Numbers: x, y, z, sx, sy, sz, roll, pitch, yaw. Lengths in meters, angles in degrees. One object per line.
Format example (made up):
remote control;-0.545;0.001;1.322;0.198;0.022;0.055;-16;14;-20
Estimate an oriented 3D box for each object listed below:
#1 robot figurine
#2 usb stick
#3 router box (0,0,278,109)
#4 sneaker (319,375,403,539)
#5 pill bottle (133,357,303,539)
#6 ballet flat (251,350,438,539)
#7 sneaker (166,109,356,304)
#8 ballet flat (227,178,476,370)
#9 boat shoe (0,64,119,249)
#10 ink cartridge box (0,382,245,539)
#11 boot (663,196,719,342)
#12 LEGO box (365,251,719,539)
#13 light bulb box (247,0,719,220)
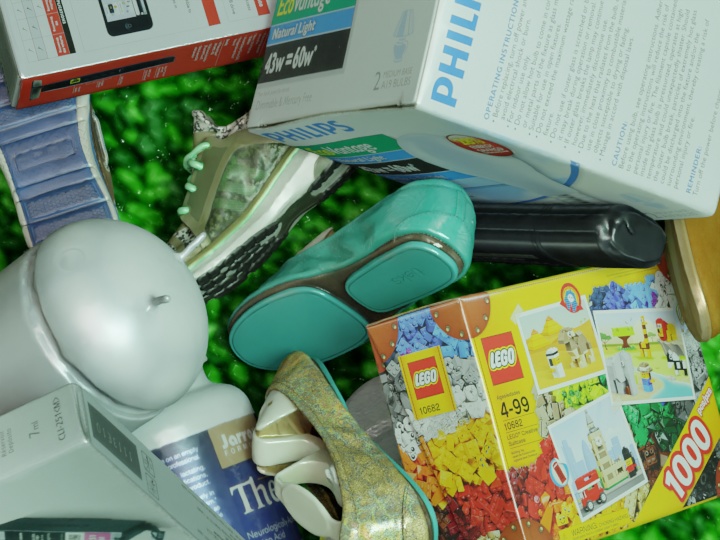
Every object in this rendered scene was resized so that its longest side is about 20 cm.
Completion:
robot figurine;-0.163;0.046;1.417;0.200;0.170;0.113;-34;119;29
usb stick;0.090;-0.021;1.489;0.055;0.200;0.033;17;81;-39
router box;-0.141;-0.209;1.525;0.179;0.049;0.200;-13;75;-16
sneaker;0.017;0.164;1.539;0.076;0.105;0.200;-1;57;15
pill bottle;-0.101;0.133;1.514;0.111;0.111;0.200;-21;87;-1
ballet flat;-0.024;0.105;1.460;0.071;0.200;0.071;-12;121;-20
sneaker;-0.079;-0.052;1.552;0.200;0.077;0.089;-43;78;-9
ballet flat;0.000;0.000;1.516;0.067;0.200;0.070;39;50;-21
boat shoe;-0.188;-0.077;1.544;0.072;0.072;0.200;-12;79;-3
ink cartridge box;-0.173;0.152;1.380;0.173;0.200;0.044;-25;51;12
boot;0.245;-0.046;1.503;0.144;0.071;0.201;-5;47;2
LEGO box;0.111;0.079;1.477;0.077;0.200;0.149;-18;86;43
light bulb box;0.076;-0.112;1.448;0.200;0.198;0.125;17;81;-27
